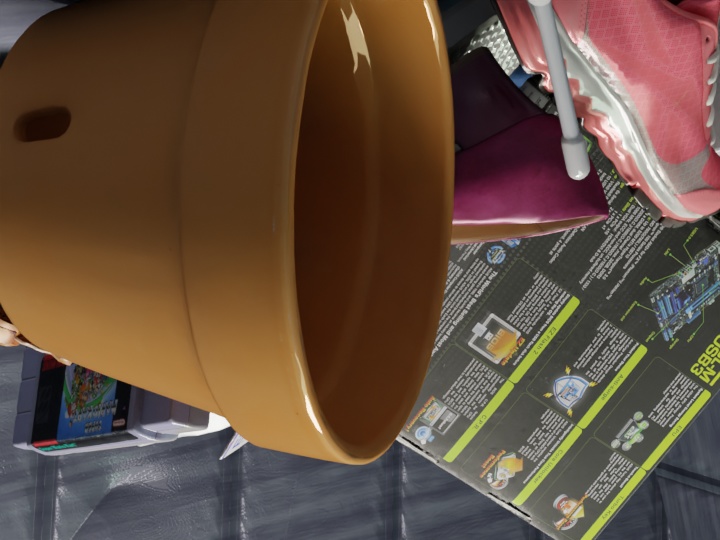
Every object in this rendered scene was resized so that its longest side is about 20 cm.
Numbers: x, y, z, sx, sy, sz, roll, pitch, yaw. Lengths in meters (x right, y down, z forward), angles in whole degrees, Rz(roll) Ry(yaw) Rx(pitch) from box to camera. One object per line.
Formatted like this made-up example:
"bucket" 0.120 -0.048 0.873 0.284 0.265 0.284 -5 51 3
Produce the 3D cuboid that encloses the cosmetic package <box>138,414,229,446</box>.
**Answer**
"cosmetic package" -0.107 0.008 1.001 0.100 0.201 0.072 -14 134 9

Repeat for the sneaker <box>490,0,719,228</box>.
"sneaker" 0.139 -0.091 0.703 0.086 0.074 0.200 -33 136 18

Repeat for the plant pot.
"plant pot" -0.054 -0.032 0.594 0.138 0.203 0.200 3 -177 19

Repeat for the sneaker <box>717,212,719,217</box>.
"sneaker" 0.168 -0.020 0.909 0.197 0.075 0.079 -4 168 13

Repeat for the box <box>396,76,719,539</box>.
"box" 0.108 0.030 0.831 0.201 0.192 0.048 -53 -156 11

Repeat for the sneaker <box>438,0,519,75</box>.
"sneaker" -0.004 -0.099 0.736 0.199 0.082 0.074 -33 157 -15

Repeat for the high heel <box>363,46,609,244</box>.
"high heel" 0.016 -0.004 0.702 0.200 0.096 0.067 -43 165 19

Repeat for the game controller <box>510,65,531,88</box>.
"game controller" 0.076 -0.117 0.883 0.103 0.043 0.200 -13 177 4

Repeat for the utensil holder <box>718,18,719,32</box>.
"utensil holder" 0.254 -0.085 0.700 0.168 0.203 0.170 -13 178 0

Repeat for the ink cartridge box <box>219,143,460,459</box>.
"ink cartridge box" 0.000 0.000 0.871 0.199 0.043 0.200 -57 165 20

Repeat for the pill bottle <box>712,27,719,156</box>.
"pill bottle" 0.190 -0.106 0.886 0.113 0.116 0.200 -13 178 8

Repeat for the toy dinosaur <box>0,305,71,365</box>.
"toy dinosaur" -0.178 -0.001 0.756 0.101 0.201 0.136 -30 -160 8

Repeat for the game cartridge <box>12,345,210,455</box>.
"game cartridge" -0.144 0.038 0.879 0.038 0.131 0.199 19 160 -33

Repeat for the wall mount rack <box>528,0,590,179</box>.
"wall mount rack" 0.124 -0.111 0.578 0.197 0.075 0.174 -14 161 10
